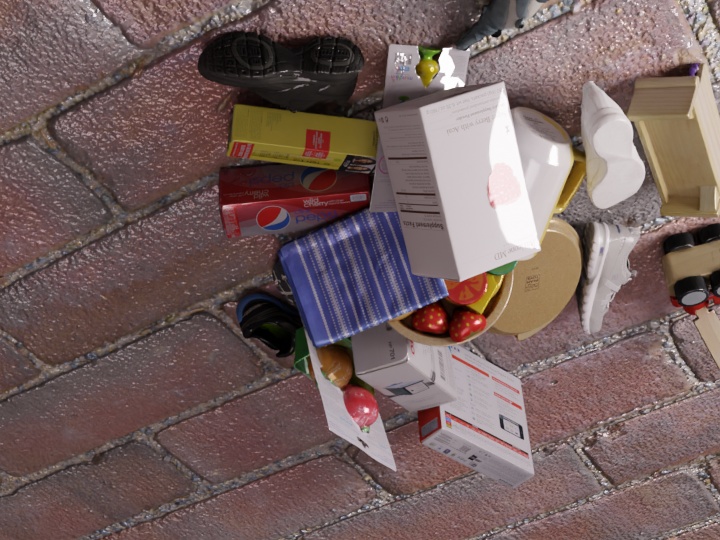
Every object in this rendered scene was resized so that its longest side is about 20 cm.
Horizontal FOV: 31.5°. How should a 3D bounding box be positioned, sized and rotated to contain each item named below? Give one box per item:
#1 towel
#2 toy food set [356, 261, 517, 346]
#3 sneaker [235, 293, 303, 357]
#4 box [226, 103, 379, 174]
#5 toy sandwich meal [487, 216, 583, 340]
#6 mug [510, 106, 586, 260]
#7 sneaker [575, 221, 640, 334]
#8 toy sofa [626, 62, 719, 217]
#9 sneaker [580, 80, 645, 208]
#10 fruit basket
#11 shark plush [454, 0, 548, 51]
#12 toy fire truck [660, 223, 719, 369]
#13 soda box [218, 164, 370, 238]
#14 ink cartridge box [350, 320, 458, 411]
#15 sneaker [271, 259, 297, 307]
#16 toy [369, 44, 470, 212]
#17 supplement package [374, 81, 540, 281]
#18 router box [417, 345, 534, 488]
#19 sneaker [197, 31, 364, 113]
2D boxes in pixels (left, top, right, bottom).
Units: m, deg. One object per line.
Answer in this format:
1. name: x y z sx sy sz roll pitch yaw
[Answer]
1. towel: 0.000 0.000 1.637 0.198 0.147 0.024 -22 175 18
2. toy food set: 0.103 -0.002 1.671 0.198 0.200 0.049 29 170 14
3. sneaker: -0.092 0.098 1.867 0.197 0.084 0.071 18 133 -24
4. box: -0.066 -0.163 1.593 0.196 0.051 0.075 7 168 -11
5. toy sandwich meal: 0.225 0.003 1.774 0.202 0.070 0.208 -13 124 -20
6. mug: 0.201 -0.126 1.627 0.148 0.187 0.154 32 120 9
7. sneaker: 0.352 0.017 1.813 0.080 0.076 0.202 -1 137 -1
8. toy sofa: 0.410 -0.166 1.629 0.082 0.099 0.201 3 144 32
9. sneaker: 0.310 -0.161 1.614 0.074 0.089 0.201 -20 147 0
10. fruit basket: -0.025 0.168 1.769 0.093 0.202 0.185 -26 145 20
11. shark plush: 0.170 -0.329 1.466 0.083 0.092 0.200 32 151 -8
12. toy fire truck: 0.532 0.035 1.824 0.173 0.130 0.200 -15 148 12
13. soda box: -0.085 -0.096 1.668 0.196 0.071 0.064 -5 139 1
14. ink cartridge box: 0.059 0.097 1.789 0.085 0.149 0.200 -17 154 20
15. sneaker: -0.048 -0.007 1.760 0.199 0.079 0.078 -27 94 45
16. toy: 0.064 -0.175 1.559 0.113 0.047 0.203 -2 111 -29
17. supplement package: 0.113 -0.104 1.483 0.120 0.119 0.203 -20 102 -24
18. router box: 0.171 0.212 1.936 0.199 0.181 0.049 30 129 -30
19. sneaker: -0.096 -0.229 1.527 0.196 0.077 0.091 4 144 -5
